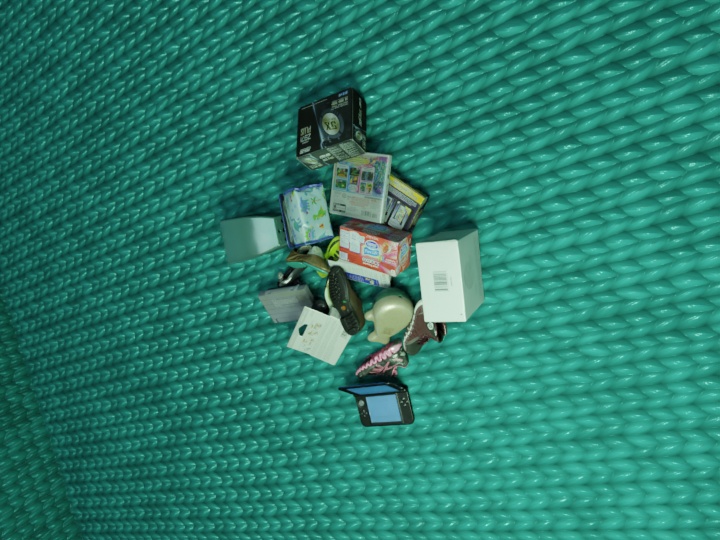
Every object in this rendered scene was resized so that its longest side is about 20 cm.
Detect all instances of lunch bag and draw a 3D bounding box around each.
[{"bbox_3d":[-0.180,-0.165,1.633,0.198,0.123,0.178,1,103,65],"label":"lunch bag"}]

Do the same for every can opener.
[{"bbox_3d":[-0.207,-0.004,1.732,0.201,0.077,0.064,-50,39,23],"label":"can opener"}]

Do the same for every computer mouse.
[{"bbox_3d":[-0.143,0.170,1.709,0.057,0.034,0.205,20,129,4],"label":"computer mouse"}]

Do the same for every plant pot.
[{"bbox_3d":[-0.326,-0.115,1.721,0.193,0.141,0.147,-8,98,25],"label":"plant pot"}]

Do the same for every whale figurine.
[{"bbox_3d":[0.082,0.134,1.585,0.153,0.106,0.204,10,133,-14],"label":"whale figurine"}]

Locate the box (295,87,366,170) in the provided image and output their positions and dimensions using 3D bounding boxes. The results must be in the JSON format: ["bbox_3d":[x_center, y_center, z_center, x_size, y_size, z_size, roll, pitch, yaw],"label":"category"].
[{"bbox_3d":[-0.084,-0.403,1.524,0.193,0.085,0.171,-10,70,29],"label":"box"}]

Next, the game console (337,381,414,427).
[{"bbox_3d":[0.049,0.418,1.643,0.194,0.117,0.178,-12,95,29],"label":"game console"}]

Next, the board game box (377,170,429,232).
[{"bbox_3d":[0.080,-0.192,1.535,0.197,0.056,0.169,36,113,17],"label":"board game box"}]

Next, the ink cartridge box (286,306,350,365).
[{"bbox_3d":[-0.122,0.194,1.658,0.171,0.046,0.203,23,129,-9],"label":"ink cartridge box"}]

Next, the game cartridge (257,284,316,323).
[{"bbox_3d":[-0.232,0.108,1.743,0.193,0.039,0.133,-8,122,28],"label":"game cartridge"}]

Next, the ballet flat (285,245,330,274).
[{"bbox_3d":[-0.156,-0.040,1.623,0.196,0.067,0.075,9,75,49],"label":"ballet flat"}]

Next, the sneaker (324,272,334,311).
[{"bbox_3d":[-0.060,0.087,1.648,0.085,0.078,0.206,-5,126,7],"label":"sneaker"}]

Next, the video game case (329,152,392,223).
[{"bbox_3d":[-0.003,-0.245,1.524,0.195,0.023,0.190,15,102,36],"label":"video game case"}]

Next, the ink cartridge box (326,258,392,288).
[{"bbox_3d":[0.000,0.000,1.580,0.192,0.096,0.038,11,63,13],"label":"ink cartridge box"}]

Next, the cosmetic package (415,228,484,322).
[{"bbox_3d":[0.242,0.009,1.409,0.119,0.198,0.208,-3,99,30],"label":"cosmetic package"}]

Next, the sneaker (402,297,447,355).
[{"bbox_3d":[0.187,0.188,1.511,0.116,0.073,0.206,46,137,42],"label":"sneaker"}]

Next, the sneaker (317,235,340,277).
[{"bbox_3d":[-0.079,-0.042,1.640,0.199,0.082,0.076,-40,75,47],"label":"sneaker"}]

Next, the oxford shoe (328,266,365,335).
[{"bbox_3d":[-0.039,0.084,1.579,0.071,0.084,0.208,-16,93,33],"label":"oxford shoe"}]

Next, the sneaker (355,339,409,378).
[{"bbox_3d":[0.069,0.298,1.640,0.197,0.079,0.097,-35,96,30],"label":"sneaker"}]

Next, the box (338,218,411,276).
[{"bbox_3d":[0.041,-0.069,1.497,0.194,0.095,0.104,17,119,28],"label":"box"}]
